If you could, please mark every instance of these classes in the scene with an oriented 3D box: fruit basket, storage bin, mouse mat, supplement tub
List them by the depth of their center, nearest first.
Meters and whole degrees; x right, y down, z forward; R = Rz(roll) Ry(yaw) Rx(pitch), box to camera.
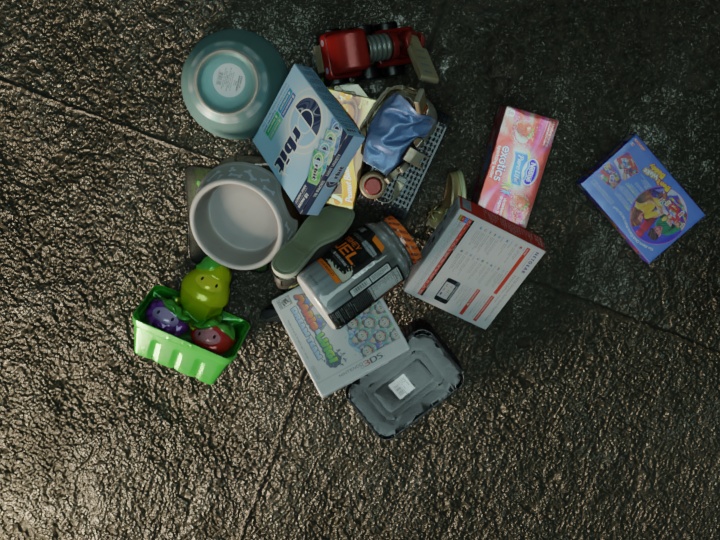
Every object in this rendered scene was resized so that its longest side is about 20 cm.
[{"bbox_3d":[0.000,0.000,1.532,0.200,0.123,0.123,-37,97,-8],"label":"supplement tub"},{"bbox_3d":[0.077,-0.202,1.569,0.093,0.135,0.201,24,99,-3],"label":"storage bin"},{"bbox_3d":[-0.245,-0.093,1.617,0.160,0.008,0.201,8,116,10],"label":"mouse mat"},{"bbox_3d":[-0.303,0.079,1.625,0.215,0.156,0.216,4,118,7],"label":"fruit basket"},{"bbox_3d":[0.081,0.204,1.653,0.200,0.094,0.135,-38,97,5],"label":"storage bin"}]

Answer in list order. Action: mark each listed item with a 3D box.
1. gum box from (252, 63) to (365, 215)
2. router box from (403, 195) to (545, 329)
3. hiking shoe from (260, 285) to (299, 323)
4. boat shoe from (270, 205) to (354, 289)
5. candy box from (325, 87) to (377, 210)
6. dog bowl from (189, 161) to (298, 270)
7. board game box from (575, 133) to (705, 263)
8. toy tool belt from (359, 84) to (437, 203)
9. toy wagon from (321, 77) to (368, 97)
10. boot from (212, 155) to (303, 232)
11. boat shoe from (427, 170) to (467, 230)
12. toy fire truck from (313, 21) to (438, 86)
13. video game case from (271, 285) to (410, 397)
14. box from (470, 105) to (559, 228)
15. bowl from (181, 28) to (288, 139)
[{"bbox_3d":[-0.093,-0.224,1.504,0.170,0.044,0.200,-56,51,29],"label":"gum box"},{"bbox_3d":[0.201,-0.010,1.582,0.179,0.049,0.200,26,120,-14],"label":"router box"},{"bbox_3d":[-0.112,0.020,1.650,0.200,0.076,0.101,-32,89,-3],"label":"hiking shoe"},{"bbox_3d":[-0.086,-0.045,1.593,0.072,0.061,0.201,36,59,20],"label":"boat shoe"},{"bbox_3d":[-0.046,-0.219,1.569,0.115,0.055,0.201,13,100,2],"label":"candy box"},{"bbox_3d":[-0.214,-0.091,1.574,0.199,0.059,0.201,6,118,12],"label":"dog bowl"},{"bbox_3d":[0.515,-0.133,1.622,0.134,0.045,0.200,-42,97,7],"label":"board game box"},{"bbox_3d":[0.053,-0.205,1.437,0.125,0.123,0.200,27,99,-3],"label":"toy tool belt"},{"bbox_3d":[-0.064,-0.255,1.613,0.200,0.040,0.155,-38,97,7],"label":"toy wagon"},{"bbox_3d":[-0.197,-0.120,1.629,0.146,0.070,0.201,-15,105,12],"label":"boot"},{"bbox_3d":[0.156,-0.086,1.620,0.066,0.074,0.201,3,100,-5],"label":"boat shoe"},{"bbox_3d":[0.037,-0.364,1.493,0.175,0.200,0.129,-13,99,-24],"label":"toy fire truck"},{"bbox_3d":[-0.036,0.099,1.586,0.182,0.024,0.200,-28,79,-4],"label":"video game case"},{"bbox_3d":[0.276,-0.188,1.590,0.102,0.095,0.201,16,99,-3],"label":"box"},{"bbox_3d":[-0.232,-0.334,1.569,0.200,0.105,0.202,0,100,1],"label":"bowl"}]
